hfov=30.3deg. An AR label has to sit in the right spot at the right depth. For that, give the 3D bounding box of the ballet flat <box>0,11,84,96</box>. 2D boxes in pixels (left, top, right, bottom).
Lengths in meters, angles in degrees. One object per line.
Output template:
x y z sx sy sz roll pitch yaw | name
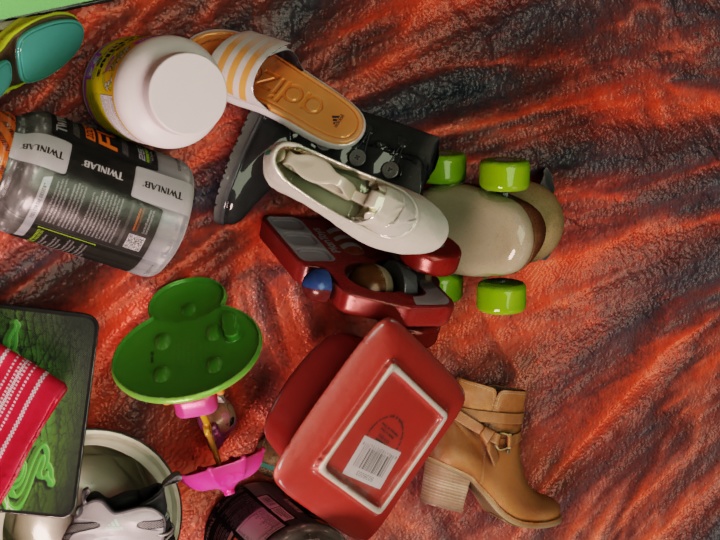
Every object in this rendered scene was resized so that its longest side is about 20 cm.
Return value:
-0.340 -0.197 1.238 0.200 0.067 0.067 -51 159 -46 | ballet flat

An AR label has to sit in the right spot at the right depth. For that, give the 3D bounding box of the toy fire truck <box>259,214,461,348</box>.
0.000 0.000 1.383 0.167 0.200 0.112 -1 120 -28 | toy fire truck

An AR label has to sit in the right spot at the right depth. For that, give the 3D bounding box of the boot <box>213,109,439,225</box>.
-0.034 -0.093 1.373 0.199 0.066 0.165 21 89 0 | boot

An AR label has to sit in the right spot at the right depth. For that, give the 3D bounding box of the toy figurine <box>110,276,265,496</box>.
-0.160 0.136 1.365 0.150 0.200 0.185 -11 125 -2 | toy figurine

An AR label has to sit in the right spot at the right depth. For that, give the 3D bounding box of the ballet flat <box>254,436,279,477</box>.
-0.017 0.192 1.473 0.199 0.065 0.071 -18 108 -21 | ballet flat

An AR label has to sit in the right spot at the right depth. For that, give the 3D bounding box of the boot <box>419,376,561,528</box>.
0.169 0.215 1.568 0.199 0.077 0.156 17 87 -19 | boot

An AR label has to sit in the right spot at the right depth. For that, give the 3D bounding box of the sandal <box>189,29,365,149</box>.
-0.084 -0.196 1.333 0.206 0.059 0.079 27 66 7 | sandal

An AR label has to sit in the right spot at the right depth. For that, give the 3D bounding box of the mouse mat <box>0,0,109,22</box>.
-0.337 -0.319 1.264 0.199 0.008 0.162 -17 105 -21 | mouse mat

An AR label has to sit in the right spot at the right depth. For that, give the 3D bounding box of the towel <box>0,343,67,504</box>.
-0.396 0.122 1.265 0.200 0.022 0.145 31 84 0 | towel

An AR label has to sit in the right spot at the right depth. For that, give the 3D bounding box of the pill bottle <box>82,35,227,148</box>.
-0.192 -0.170 1.257 0.104 0.200 0.105 -4 100 -25 | pill bottle

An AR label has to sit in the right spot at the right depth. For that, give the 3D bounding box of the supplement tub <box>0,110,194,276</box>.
-0.271 -0.077 1.279 0.199 0.122 0.123 19 90 -27 | supplement tub

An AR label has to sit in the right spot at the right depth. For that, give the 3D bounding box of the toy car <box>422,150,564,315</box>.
0.164 -0.055 1.504 0.200 0.157 0.165 -16 111 -52 | toy car

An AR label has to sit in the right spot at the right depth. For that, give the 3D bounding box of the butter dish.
-0.020 0.145 1.373 0.200 0.148 0.200 -55 138 -8 | butter dish

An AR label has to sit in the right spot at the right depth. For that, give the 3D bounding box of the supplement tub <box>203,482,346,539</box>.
-0.080 0.305 1.387 0.122 0.200 0.123 -5 101 -24 | supplement tub

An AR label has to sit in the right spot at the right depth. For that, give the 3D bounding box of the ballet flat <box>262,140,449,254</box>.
-0.006 -0.072 1.304 0.199 0.069 0.070 25 87 2 | ballet flat

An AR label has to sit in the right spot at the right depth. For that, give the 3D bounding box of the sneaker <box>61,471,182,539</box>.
-0.193 0.268 1.316 0.199 0.078 0.140 21 90 -27 | sneaker

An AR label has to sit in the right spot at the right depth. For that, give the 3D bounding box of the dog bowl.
-0.287 0.250 1.353 0.199 0.074 0.201 -4 100 -24 | dog bowl

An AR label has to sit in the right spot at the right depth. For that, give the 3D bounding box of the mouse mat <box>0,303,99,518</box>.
-0.343 0.132 1.287 0.160 0.008 0.201 6 82 -3 | mouse mat
